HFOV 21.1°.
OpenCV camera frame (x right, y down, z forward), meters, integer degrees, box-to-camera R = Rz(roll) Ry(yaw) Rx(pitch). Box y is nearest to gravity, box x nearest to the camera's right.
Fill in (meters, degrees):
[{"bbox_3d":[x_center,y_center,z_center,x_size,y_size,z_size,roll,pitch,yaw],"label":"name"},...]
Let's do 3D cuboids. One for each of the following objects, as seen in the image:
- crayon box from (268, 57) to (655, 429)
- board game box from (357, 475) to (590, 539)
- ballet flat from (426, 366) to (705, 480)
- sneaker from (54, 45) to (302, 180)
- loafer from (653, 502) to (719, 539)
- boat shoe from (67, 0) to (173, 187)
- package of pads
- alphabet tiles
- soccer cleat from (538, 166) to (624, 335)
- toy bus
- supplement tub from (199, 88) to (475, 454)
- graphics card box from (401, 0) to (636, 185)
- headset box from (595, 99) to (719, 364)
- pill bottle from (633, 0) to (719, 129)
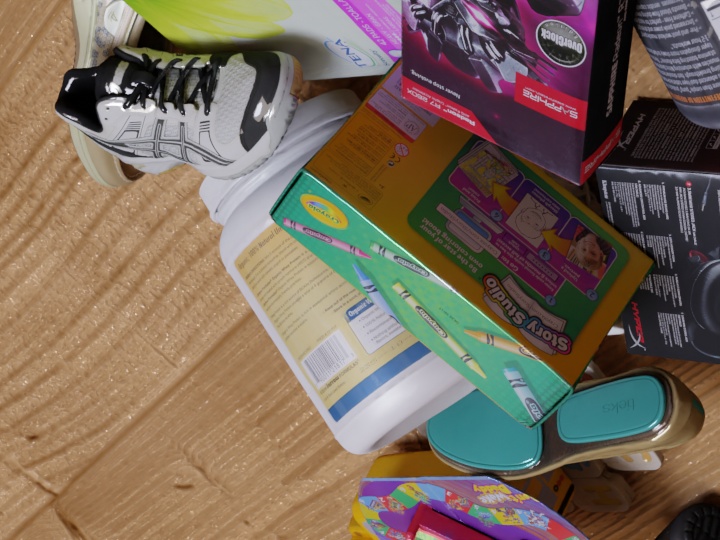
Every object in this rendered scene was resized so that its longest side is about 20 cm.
[{"bbox_3d":[0.061,-0.017,1.132,0.200,0.119,0.058,39,142,0],"label":"crayon box"},{"bbox_3d":[0.080,0.207,1.349,0.200,0.039,0.158,-7,134,44],"label":"board game box"},{"bbox_3d":[0.136,0.106,1.279,0.199,0.069,0.063,-8,162,39],"label":"ballet flat"},{"bbox_3d":[-0.118,-0.102,1.191,0.088,0.076,0.200,25,159,-35],"label":"sneaker"},{"bbox_3d":[0.280,0.247,1.378,0.200,0.073,0.071,50,145,-8],"label":"loafer"},{"bbox_3d":[-0.154,-0.134,1.301,0.063,0.073,0.200,20,135,19],"label":"boat shoe"},{"bbox_3d":[-0.040,-0.176,1.158,0.199,0.068,0.154,-1,155,33],"label":"package of pads"},{"bbox_3d":[0.108,0.107,1.363,0.195,0.015,0.200,-7,133,42],"label":"alphabet tiles"},{"bbox_3d":[0.128,-0.032,1.225,0.085,0.069,0.200,4,133,19],"label":"soccer cleat"},{"bbox_3d":[0.064,0.176,1.422,0.200,0.065,0.078,-11,131,48],"label":"toy bus"},{"bbox_3d":[0.000,0.000,1.239,0.200,0.144,0.145,57,138,9],"label":"supplement tub"},{"bbox_3d":[0.083,-0.148,1.024,0.125,0.051,0.200,29,145,22],"label":"graphics card box"},{"bbox_3d":[0.253,-0.016,1.148,0.199,0.075,0.149,6,130,28],"label":"headset box"},{"bbox_3d":[0.197,-0.150,1.042,0.106,0.106,0.200,-13,120,39],"label":"pill bottle"}]
